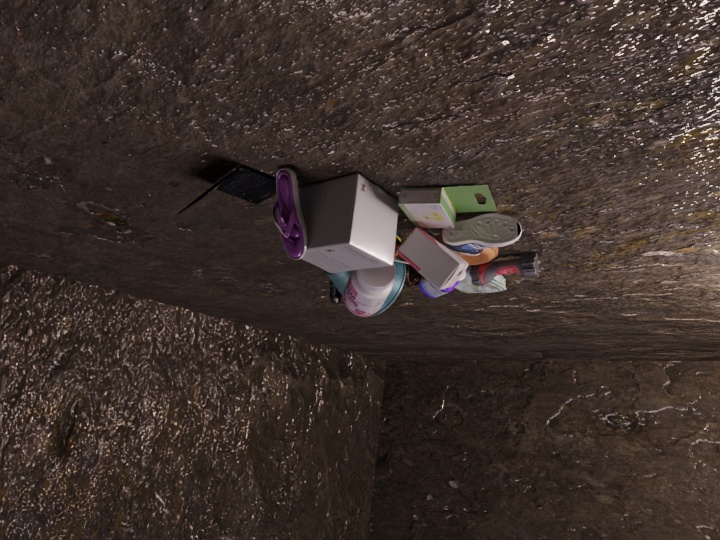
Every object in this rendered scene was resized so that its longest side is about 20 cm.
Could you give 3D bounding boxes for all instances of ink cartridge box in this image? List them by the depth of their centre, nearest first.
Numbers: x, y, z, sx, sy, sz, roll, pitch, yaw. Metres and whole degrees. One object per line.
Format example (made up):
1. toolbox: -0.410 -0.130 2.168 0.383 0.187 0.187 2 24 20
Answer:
1. ink cartridge box: 0.201 -0.144 1.332 0.197 0.049 0.145 4 164 24
2. ink cartridge box: 0.186 -0.030 1.462 0.145 0.085 0.200 41 -171 12

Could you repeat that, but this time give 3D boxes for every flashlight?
1. flashlight: 0.414 0.003 1.672 0.198 0.068 0.068 -6 132 37

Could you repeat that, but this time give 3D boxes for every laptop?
1. laptop: -0.301 -0.168 1.378 0.198 0.105 0.176 18 162 -33

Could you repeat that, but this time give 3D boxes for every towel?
1. towel: 0.361 0.029 1.866 0.169 0.049 0.199 -3 161 32

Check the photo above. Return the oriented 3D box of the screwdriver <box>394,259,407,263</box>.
1. screwdriver: 0.083 -0.028 1.634 0.197 0.030 0.028 16 147 -22

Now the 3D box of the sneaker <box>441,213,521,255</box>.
1. sneaker: 0.309 -0.085 1.449 0.197 0.082 0.146 -3 170 24

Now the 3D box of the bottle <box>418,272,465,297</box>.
1. bottle: 0.251 0.028 1.772 0.083 0.065 0.200 43 156 -7

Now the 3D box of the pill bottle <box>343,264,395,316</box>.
1. pill bottle: 0.023 0.035 1.506 0.111 0.115 0.200 9 155 -7

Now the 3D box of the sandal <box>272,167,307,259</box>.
1. sandal: -0.168 -0.124 1.296 0.082 0.206 0.049 -5 -174 43

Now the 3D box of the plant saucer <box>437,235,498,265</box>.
1. plant saucer: 0.287 -0.053 1.642 0.197 0.033 0.201 7 165 2

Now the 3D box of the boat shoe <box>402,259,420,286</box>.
1. boat shoe: 0.160 0.011 1.861 0.069 0.072 0.200 12 174 9

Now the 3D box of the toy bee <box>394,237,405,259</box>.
1. toy bee: 0.065 -0.081 1.505 0.196 0.109 0.133 1 121 -7

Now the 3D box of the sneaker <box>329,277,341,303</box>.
1. sneaker: -0.051 0.021 1.818 0.086 0.202 0.076 5 133 -6

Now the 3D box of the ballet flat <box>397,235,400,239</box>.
1. ballet flat: 0.022 -0.084 1.587 0.197 0.068 0.067 14 155 -22

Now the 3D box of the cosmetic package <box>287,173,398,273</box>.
1. cosmetic package: -0.040 -0.104 1.364 0.198 0.169 0.166 -7 159 39

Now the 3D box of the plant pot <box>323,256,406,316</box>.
1. plant pot: 0.000 0.000 1.698 0.187 0.202 0.199 36 151 -31
